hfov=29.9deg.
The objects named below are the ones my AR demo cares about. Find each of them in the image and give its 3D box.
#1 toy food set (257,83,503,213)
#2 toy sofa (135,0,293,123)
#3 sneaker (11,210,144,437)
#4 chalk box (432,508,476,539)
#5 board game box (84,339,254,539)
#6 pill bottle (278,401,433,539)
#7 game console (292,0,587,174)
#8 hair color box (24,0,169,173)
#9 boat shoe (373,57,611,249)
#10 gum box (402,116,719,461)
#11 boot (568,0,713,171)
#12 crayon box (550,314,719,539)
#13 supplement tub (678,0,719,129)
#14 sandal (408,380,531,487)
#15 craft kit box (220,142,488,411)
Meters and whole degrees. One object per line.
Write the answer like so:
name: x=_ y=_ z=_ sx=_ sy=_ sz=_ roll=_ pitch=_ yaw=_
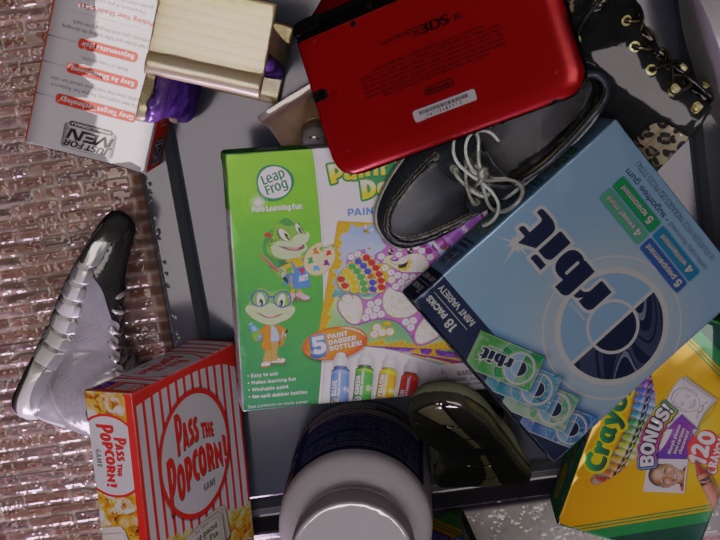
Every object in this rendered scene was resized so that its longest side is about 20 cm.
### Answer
toy food set: x=0.032 y=-0.076 z=1.068 sx=0.143 sy=0.060 sz=0.200 roll=-31 pitch=102 yaw=8
toy sofa: x=-0.102 y=-0.148 z=0.992 sx=0.083 sy=0.200 sz=0.098 roll=12 pitch=95 yaw=-1
sneaker: x=-0.197 y=0.053 z=1.107 sx=0.115 sy=0.075 sz=0.200 roll=26 pitch=111 yaw=-8
chalk box: x=0.050 y=0.297 z=1.075 sx=0.124 sy=0.200 sz=0.125 roll=-21 pitch=100 yaw=6
board game box: x=-0.148 y=0.171 z=1.081 sx=0.046 sy=0.151 sz=0.201 roll=1 pitch=103 yaw=26
pill bottle: x=-0.002 y=0.186 z=1.054 sx=0.119 sy=0.200 sz=0.120 roll=0 pitch=101 yaw=2
game console: x=0.066 y=-0.179 z=0.976 sx=0.200 sy=0.119 sz=0.173 roll=-18 pitch=88 yaw=29
hair color box: x=-0.189 y=-0.187 z=1.057 sx=0.101 sy=0.061 sz=0.200 roll=15 pitch=101 yaw=-1
boat shoe: x=0.095 y=-0.081 z=0.974 sx=0.200 sy=0.062 sz=0.075 roll=-34 pitch=108 yaw=4
gum box: x=0.162 y=0.014 z=1.016 sx=0.200 sy=0.045 sz=0.170 roll=-42 pitch=104 yaw=-2
boot: x=0.207 y=-0.177 z=0.998 sx=0.154 sy=0.074 sz=0.204 roll=37 pitch=134 yaw=3
crayon box: x=0.244 y=0.125 z=1.104 sx=0.119 sy=0.058 sz=0.200 roll=17 pitch=101 yaw=-2
supplement tub: x=0.350 y=-0.187 z=0.993 sx=0.200 sy=0.145 sz=0.146 roll=-18 pitch=100 yaw=6
sandal: x=0.089 y=0.125 z=1.062 sx=0.080 sy=0.201 sz=0.057 roll=-4 pitch=59 yaw=12
craft kit box: x=0.000 y=0.000 z=1.030 sx=0.199 sy=0.049 sz=0.198 roll=-5 pitch=98 yaw=-9
